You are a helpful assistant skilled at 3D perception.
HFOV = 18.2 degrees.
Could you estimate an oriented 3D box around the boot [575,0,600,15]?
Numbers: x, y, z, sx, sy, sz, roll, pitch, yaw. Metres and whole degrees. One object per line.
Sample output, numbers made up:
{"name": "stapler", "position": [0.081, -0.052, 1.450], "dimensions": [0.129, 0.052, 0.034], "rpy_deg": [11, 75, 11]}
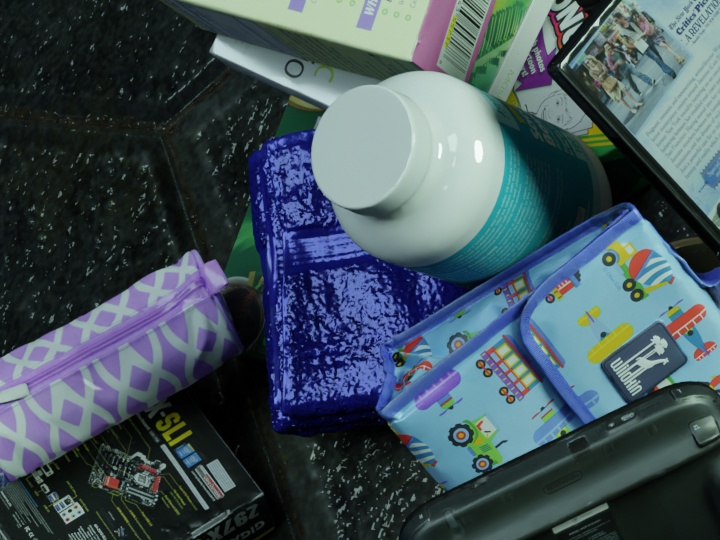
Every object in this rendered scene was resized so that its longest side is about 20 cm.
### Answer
{"name": "boot", "position": [0.226, -0.171, 1.299], "dimensions": [0.139, 0.199, 0.077], "rpy_deg": [-63, 20, -9]}

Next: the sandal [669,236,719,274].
{"name": "sandal", "position": [0.147, 0.027, 1.344], "dimensions": [0.212, 0.077, 0.070], "rpy_deg": [-44, 26, 29]}

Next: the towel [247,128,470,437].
{"name": "towel", "position": [0.000, 0.000, 1.456], "dimensions": [0.147, 0.050, 0.201], "rpy_deg": [-11, 72, 15]}

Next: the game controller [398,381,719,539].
{"name": "game controller", "position": [0.123, 0.139, 1.253], "dimensions": [0.199, 0.105, 0.042], "rpy_deg": [-26, 36, 4]}

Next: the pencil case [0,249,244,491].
{"name": "pencil case", "position": [-0.175, 0.062, 1.491], "dimensions": [0.199, 0.086, 0.084], "rpy_deg": [-30, 61, -9]}

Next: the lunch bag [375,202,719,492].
{"name": "lunch bag", "position": [0.132, 0.060, 1.281], "dimensions": [0.200, 0.151, 0.094], "rpy_deg": [-36, 17, 15]}

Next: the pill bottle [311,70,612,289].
{"name": "pill bottle", "position": [0.056, -0.050, 1.298], "dimensions": [0.110, 0.200, 0.112], "rpy_deg": [-8, 76, 32]}

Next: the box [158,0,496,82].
{"name": "box", "position": [-0.010, -0.221, 1.402], "dimensions": [0.199, 0.097, 0.177], "rpy_deg": [17, 86, 24]}

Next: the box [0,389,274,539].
{"name": "box", "position": [-0.177, 0.139, 1.523], "dimensions": [0.159, 0.050, 0.200], "rpy_deg": [-31, 53, -16]}

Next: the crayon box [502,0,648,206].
{"name": "crayon box", "position": [0.146, -0.142, 1.436], "dimensions": [0.172, 0.058, 0.201], "rpy_deg": [-33, 51, 25]}

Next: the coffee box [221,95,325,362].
{"name": "coffee box", "position": [-0.027, -0.030, 1.544], "dimensions": [0.123, 0.044, 0.201], "rpy_deg": [14, 79, 45]}

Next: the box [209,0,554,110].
{"name": "box", "position": [0.016, -0.165, 1.450], "dimensions": [0.199, 0.036, 0.145], "rpy_deg": [25, 90, 24]}

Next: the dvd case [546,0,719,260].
{"name": "dvd case", "position": [0.209, -0.091, 1.241], "dimensions": [0.143, 0.200, 0.018], "rpy_deg": [-50, 16, -18]}
